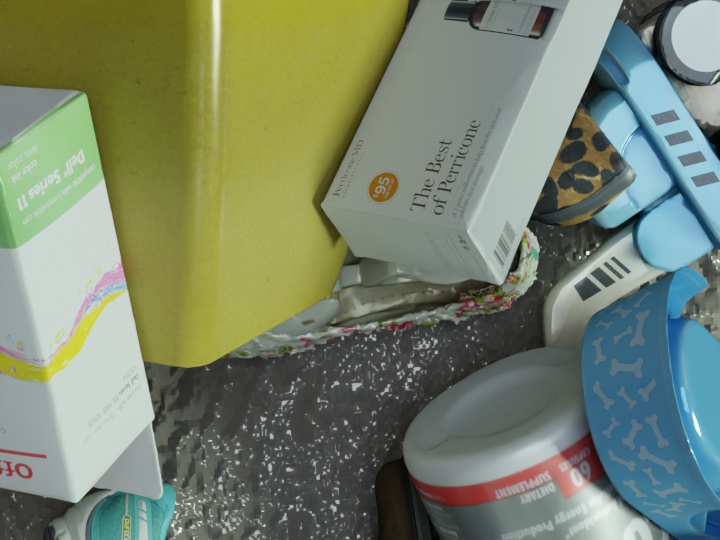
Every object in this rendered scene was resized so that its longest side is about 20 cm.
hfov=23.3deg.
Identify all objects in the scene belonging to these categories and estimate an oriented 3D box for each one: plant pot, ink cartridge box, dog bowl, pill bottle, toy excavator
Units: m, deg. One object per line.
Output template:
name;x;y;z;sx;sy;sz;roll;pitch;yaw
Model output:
plant pot;-0.099;-0.065;0.815;0.198;0.200;0.178;7;108;26
ink cartridge box;-0.161;0.025;0.745;0.116;0.067;0.202;6;121;26
dog bowl;0.163;0.076;0.839;0.049;0.200;0.113;-14;60;26
pill bottle;0.108;0.150;0.875;0.113;0.114;0.202;-28;107;-9
toy excavator;0.145;-0.023;0.926;0.199;0.100;0.195;-33;94;5

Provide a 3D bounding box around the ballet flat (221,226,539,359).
ballet flat;0.000;0.000;0.908;0.198;0.064;0.077;-12;87;-8

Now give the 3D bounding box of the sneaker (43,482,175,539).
sneaker;-0.089;0.203;0.883;0.079;0.077;0.202;-24;91;-17

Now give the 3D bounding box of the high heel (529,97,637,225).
high heel;0.107;-0.114;0.884;0.071;0.142;0.202;35;70;-40

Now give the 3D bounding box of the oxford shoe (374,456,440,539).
oxford shoe;0.005;0.192;0.898;0.083;0.073;0.202;5;81;4

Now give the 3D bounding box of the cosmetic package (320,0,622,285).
cosmetic package;0.061;-0.096;0.827;0.082;0.051;0.201;9;64;33
